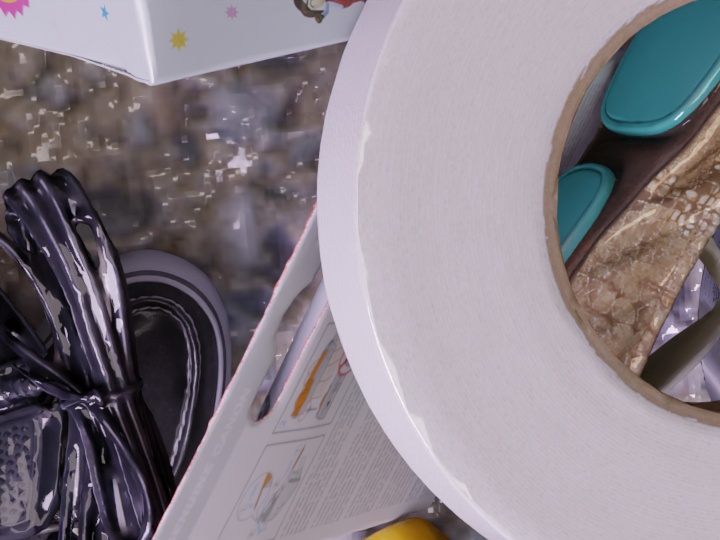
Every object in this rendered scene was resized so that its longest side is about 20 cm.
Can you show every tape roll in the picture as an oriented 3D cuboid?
[{"bbox_3d":[0.090,-0.016,0.664,0.203,0.037,0.203,-1,92,-17],"label":"tape roll"}]

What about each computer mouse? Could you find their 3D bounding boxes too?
[{"bbox_3d":[-0.129,0.052,0.814,0.200,0.053,0.139,-12,91,34],"label":"computer mouse"}]

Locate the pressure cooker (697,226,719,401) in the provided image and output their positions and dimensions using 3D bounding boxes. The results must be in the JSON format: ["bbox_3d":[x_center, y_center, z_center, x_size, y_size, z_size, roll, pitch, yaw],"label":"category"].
[{"bbox_3d":[0.196,0.034,0.797,0.179,0.200,0.176,-22,106,0],"label":"pressure cooker"}]

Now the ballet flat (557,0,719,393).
[{"bbox_3d":[0.091,-0.022,0.783,0.065,0.071,0.200,37,87,-22],"label":"ballet flat"}]

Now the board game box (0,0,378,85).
[{"bbox_3d":[-0.006,-0.106,0.728,0.200,0.148,0.064,-17,109,-29],"label":"board game box"}]

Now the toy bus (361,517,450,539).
[{"bbox_3d":[0.044,0.180,0.849,0.065,0.078,0.200,-29,71,3],"label":"toy bus"}]

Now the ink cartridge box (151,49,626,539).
[{"bbox_3d":[0.000,0.000,0.774,0.047,0.200,0.160,31,103,20],"label":"ink cartridge box"}]

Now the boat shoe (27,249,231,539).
[{"bbox_3d":[-0.098,0.090,0.853,0.070,0.066,0.200,29,101,-13],"label":"boat shoe"}]
